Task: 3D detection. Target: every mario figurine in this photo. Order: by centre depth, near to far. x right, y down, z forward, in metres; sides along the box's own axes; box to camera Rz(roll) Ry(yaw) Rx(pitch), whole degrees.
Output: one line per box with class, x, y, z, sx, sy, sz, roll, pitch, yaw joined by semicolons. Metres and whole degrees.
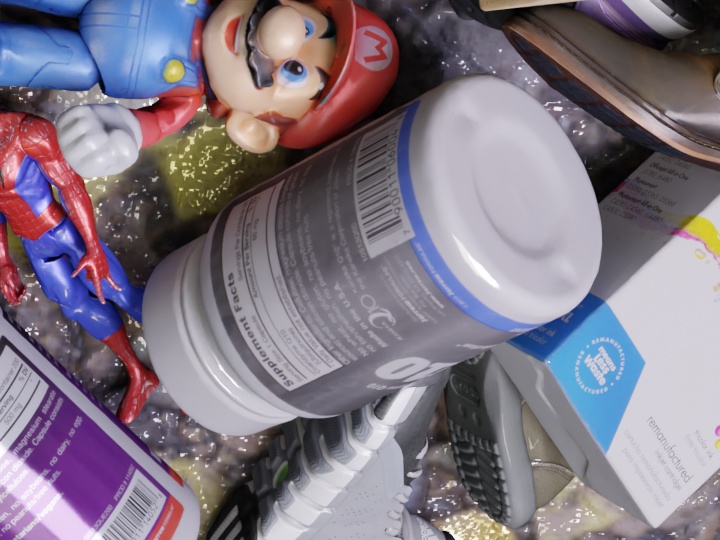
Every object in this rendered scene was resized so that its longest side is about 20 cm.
mario figurine;-0.078;-0.109;1.085;0.199;0.106;0.124;8;116;-11

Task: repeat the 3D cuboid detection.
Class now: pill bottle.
pill bottle;0.000;0.000;1.117;0.200;0.114;0.114;-26;124;39
pill bottle;-0.177;0.088;1.172;0.112;0.113;0.200;-39;111;14

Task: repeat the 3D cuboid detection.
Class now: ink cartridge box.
ink cartridge box;0.166;0.007;1.167;0.200;0.067;0.116;-42;120;-11

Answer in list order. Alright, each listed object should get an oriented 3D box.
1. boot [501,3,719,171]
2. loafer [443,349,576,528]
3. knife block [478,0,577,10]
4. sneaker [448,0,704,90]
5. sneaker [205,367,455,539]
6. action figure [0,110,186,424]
boot;0.164;-0.087;1.082;0.200;0.075;0.097;30;90;-11
loafer;0.075;0.027;1.212;0.069;0.075;0.201;-22;123;-24
knife block;0.165;-0.147;1.064;0.175;0.064;0.200;40;69;-23
sneaker;0.056;-0.153;1.098;0.087;0.076;0.200;-35;112;30
sneaker;0.015;0.107;1.248;0.115;0.075;0.200;23;124;-25
action figure;-0.140;-0.010;1.159;0.065;0.052;0.200;-8;126;37
